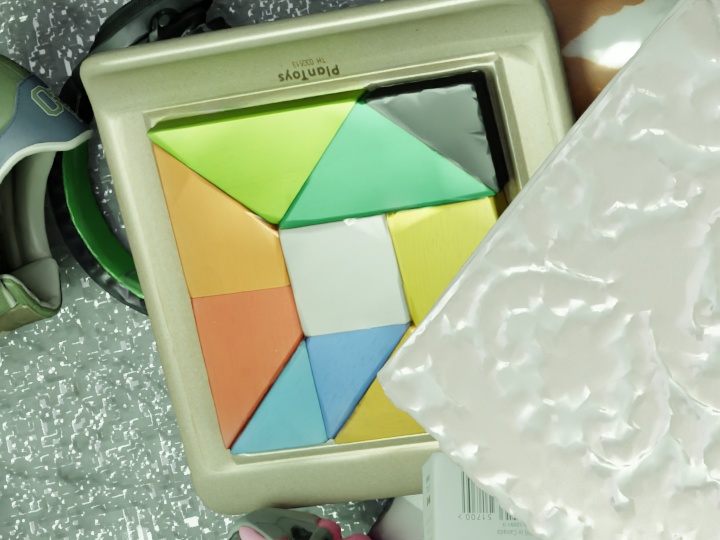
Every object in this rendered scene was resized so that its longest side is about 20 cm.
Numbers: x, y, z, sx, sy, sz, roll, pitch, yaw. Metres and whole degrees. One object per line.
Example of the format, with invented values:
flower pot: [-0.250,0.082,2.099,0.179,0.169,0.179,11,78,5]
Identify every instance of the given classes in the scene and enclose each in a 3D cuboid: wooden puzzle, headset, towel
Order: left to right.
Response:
headset: [-0.060,-0.071,1.143,0.123,0.094,0.201,26,109,13]
wooden puzzle: [0.000,0.000,1.070,0.184,0.037,0.201,-8,111,20]
towel: [0.132,0.032,0.987,0.200,0.032,0.191,44,103,18]

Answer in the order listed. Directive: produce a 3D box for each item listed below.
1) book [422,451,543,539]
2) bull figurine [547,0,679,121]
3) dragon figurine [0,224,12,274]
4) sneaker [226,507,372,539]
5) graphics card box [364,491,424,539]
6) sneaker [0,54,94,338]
book: [0.090,0.167,1.032,0.133,0.048,0.202,2,73,-7]
bull figurine: [0.091,-0.079,1.087,0.198,0.121,0.066,-4,90,15]
dragon figurine: [-0.217,-0.060,1.202,0.099,0.059,0.200,-39,86,10]
sneaker: [0.009,0.180,1.094,0.200,0.079,0.095,46,113,11]
graphics card box: [0.030,0.179,1.146,0.125,0.051,0.201,36,99,12]
sneaker: [-0.164,0.009,1.136,0.089,0.067,0.201,22,109,9]
